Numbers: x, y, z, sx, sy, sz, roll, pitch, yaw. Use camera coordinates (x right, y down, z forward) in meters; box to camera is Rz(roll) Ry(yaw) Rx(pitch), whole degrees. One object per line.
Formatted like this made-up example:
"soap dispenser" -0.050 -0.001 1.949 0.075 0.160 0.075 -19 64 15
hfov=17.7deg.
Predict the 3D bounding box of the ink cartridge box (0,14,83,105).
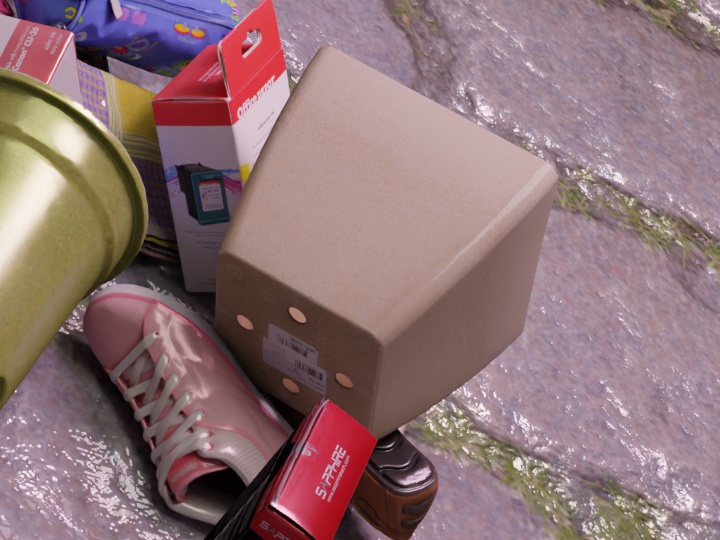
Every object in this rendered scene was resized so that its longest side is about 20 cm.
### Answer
"ink cartridge box" -0.295 -0.127 1.583 0.199 0.117 0.068 14 56 8

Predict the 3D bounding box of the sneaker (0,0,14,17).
"sneaker" -0.305 -0.178 1.728 0.201 0.087 0.074 59 8 10

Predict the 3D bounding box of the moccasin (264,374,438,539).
"moccasin" -0.018 0.116 1.702 0.073 0.078 0.201 -24 56 -38

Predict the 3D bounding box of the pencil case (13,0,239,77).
"pencil case" -0.174 -0.196 1.780 0.199 0.086 0.079 12 80 -51

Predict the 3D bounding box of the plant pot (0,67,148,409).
"plant pot" -0.261 0.001 1.498 0.200 0.200 0.185 33 45 -13

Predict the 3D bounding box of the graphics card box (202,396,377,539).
"graphics card box" -0.073 0.185 1.442 0.051 0.200 0.126 36 31 -6

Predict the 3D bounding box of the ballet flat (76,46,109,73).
"ballet flat" -0.232 -0.184 1.845 0.075 0.068 0.201 17 42 -17

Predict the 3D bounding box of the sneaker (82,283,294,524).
"sneaker" -0.125 0.098 1.605 0.200 0.075 0.105 45 27 -2

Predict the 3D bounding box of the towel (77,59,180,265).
"towel" -0.189 -0.091 1.726 0.200 0.023 0.144 25 51 -60

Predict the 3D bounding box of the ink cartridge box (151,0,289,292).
"ink cartridge box" -0.099 -0.097 1.760 0.067 0.201 0.116 1 26 20

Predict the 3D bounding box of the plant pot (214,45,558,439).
"plant pot" 0.000 0.000 1.640 0.199 0.201 0.177 29 55 16
